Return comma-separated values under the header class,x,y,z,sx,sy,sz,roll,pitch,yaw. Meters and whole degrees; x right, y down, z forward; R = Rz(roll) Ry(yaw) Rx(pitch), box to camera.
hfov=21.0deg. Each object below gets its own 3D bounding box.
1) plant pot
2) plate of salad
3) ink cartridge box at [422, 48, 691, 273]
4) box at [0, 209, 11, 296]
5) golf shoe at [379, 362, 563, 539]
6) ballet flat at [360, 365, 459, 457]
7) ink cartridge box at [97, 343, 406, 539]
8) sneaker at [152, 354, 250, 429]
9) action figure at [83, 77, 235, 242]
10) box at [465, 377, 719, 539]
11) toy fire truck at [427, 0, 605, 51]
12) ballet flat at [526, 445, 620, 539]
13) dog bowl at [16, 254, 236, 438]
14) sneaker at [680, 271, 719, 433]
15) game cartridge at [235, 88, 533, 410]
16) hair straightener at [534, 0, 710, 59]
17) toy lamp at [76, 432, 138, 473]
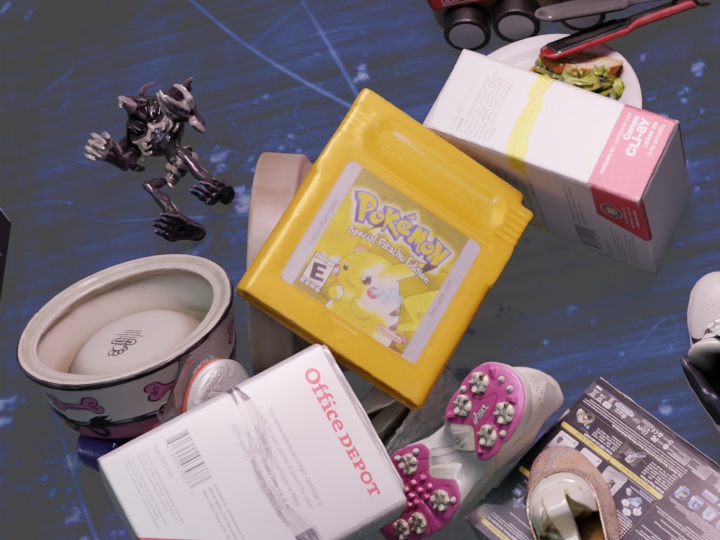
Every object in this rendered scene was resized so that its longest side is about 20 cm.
class,x,y,z,sx,sy,sz,roll,pitch,yaw
plant pot,0.000,0.000,1.650,0.172,0.201,0.202,0,55,4
plate of salad,0.155,-0.141,1.756,0.198,0.048,0.202,-12,53,16
ink cartridge box,0.166,-0.092,1.624,0.199,0.145,0.084,21,75,22
box,-0.449,0.021,1.875,0.180,0.104,0.202,-11,53,16
golf shoe,0.087,0.149,1.544,0.200,0.091,0.076,-48,63,33
ballet flat,-0.002,0.140,1.613,0.200,0.072,0.072,-45,51,-11
ink cartridge box,-0.083,0.170,1.507,0.199,0.083,0.146,-27,75,-12
sneaker,-0.143,0.164,1.612,0.082,0.077,0.202,22,96,51
action figure,-0.195,-0.124,1.868,0.119,0.102,0.201,-41,51,8
box,0.203,0.197,1.491,0.161,0.049,0.200,-44,51,-12
toy fire truck,0.132,-0.324,1.796,0.174,0.200,0.130,-7,54,19
ballet flat,0.160,0.204,1.432,0.068,0.067,0.201,-24,52,12
dog bowl,-0.197,0.070,1.709,0.198,0.074,0.201,-13,30,7
sneaker,0.289,0.059,1.498,0.079,0.130,0.201,-12,52,14
game cartridge,0.023,-0.018,1.559,0.175,0.032,0.201,33,75,-4
hair straightener,0.251,-0.255,1.754,0.198,0.078,0.041,-17,23,-4
toy lamp,-0.154,0.163,1.673,0.198,0.058,0.059,8,60,27
